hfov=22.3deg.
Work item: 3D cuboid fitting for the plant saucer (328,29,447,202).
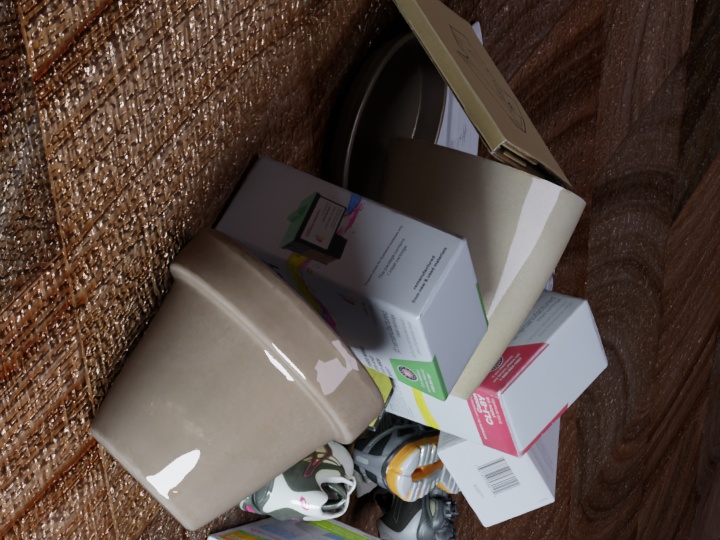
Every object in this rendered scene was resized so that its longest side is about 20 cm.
[{"bbox_3d":[0.024,-0.128,1.679,0.200,0.029,0.202,-50,150,-43],"label":"plant saucer"}]

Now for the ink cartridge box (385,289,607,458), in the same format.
[{"bbox_3d":[0.112,0.082,1.757,0.145,0.199,0.084,-43,127,-29],"label":"ink cartridge box"}]

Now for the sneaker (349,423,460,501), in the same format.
[{"bbox_3d":[0.060,0.185,1.871,0.199,0.077,0.079,4,100,-62],"label":"sneaker"}]

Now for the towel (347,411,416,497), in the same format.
[{"bbox_3d":[0.051,0.116,1.899,0.193,0.034,0.201,-44,146,-36],"label":"towel"}]

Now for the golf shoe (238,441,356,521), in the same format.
[{"bbox_3d":[-0.041,0.207,1.723,0.200,0.087,0.078,-3,109,-67],"label":"golf shoe"}]

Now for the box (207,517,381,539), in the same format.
[{"bbox_3d":[-0.064,0.299,1.710,0.200,0.112,0.102,-1,109,-65],"label":"box"}]

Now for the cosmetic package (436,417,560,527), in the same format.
[{"bbox_3d":[0.145,0.147,1.843,0.108,0.084,0.201,57,22,-22],"label":"cosmetic package"}]

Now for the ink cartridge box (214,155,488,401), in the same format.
[{"bbox_3d":[-0.006,0.006,1.498,0.084,0.199,0.145,-57,154,-21],"label":"ink cartridge box"}]

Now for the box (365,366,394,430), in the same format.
[{"bbox_3d":[-0.027,0.074,1.668,0.050,0.075,0.201,-63,155,-23],"label":"box"}]

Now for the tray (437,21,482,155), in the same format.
[{"bbox_3d":[0.096,-0.140,1.844,0.107,0.022,0.202,-44,146,-46],"label":"tray"}]

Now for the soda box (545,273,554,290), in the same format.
[{"bbox_3d":[0.152,0.035,2.056,0.200,0.063,0.069,-41,143,-49],"label":"soda box"}]

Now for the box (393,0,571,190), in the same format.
[{"bbox_3d":[0.106,-0.165,1.631,0.021,0.201,0.163,-38,155,16],"label":"box"}]

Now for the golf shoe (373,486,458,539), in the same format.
[{"bbox_3d":[0.060,0.220,1.995,0.201,0.093,0.078,-79,158,-58],"label":"golf shoe"}]

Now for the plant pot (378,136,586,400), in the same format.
[{"bbox_3d":[0.082,0.006,1.634,0.187,0.186,0.202,24,84,-67],"label":"plant pot"}]

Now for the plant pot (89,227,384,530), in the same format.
[{"bbox_3d":[-0.108,0.097,1.391,0.175,0.200,0.201,-46,152,-10],"label":"plant pot"}]
